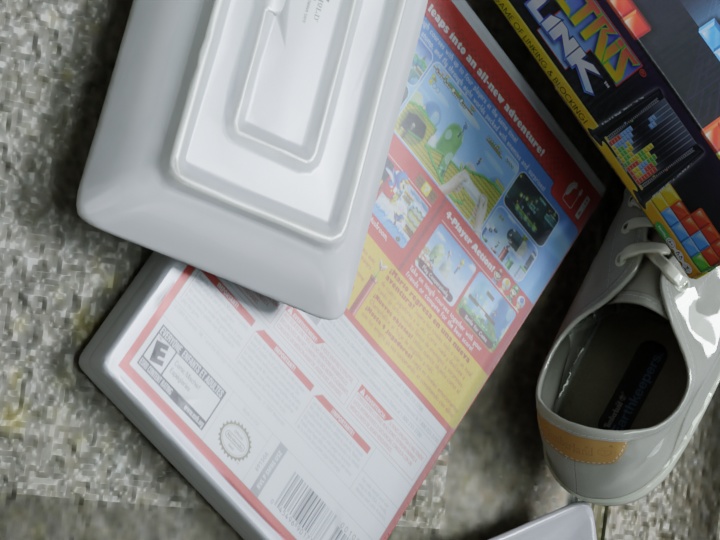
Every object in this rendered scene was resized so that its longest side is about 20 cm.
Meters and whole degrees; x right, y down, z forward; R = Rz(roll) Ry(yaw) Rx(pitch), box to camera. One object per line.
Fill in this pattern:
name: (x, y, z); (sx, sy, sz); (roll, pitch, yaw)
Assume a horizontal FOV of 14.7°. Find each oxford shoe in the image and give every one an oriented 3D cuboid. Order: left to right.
oxford shoe: (0.122, -0.007, 1.052); (0.200, 0.075, 0.058); (-64, 155, -13)

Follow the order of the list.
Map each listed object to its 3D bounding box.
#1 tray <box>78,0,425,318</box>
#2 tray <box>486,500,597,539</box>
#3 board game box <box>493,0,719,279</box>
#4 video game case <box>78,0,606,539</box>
tray: (-0.020, -0.094, 0.932); (0.107, 0.022, 0.201); (22, 75, -30)
tray: (0.055, 0.194, 1.048); (0.107, 0.022, 0.201); (-18, 105, -40)
board game box: (0.151, -0.117, 1.040); (0.200, 0.057, 0.166); (-35, 89, -35)
video game case: (0.000, 0.000, 0.985); (0.143, 0.017, 0.200); (50, 63, -32)
